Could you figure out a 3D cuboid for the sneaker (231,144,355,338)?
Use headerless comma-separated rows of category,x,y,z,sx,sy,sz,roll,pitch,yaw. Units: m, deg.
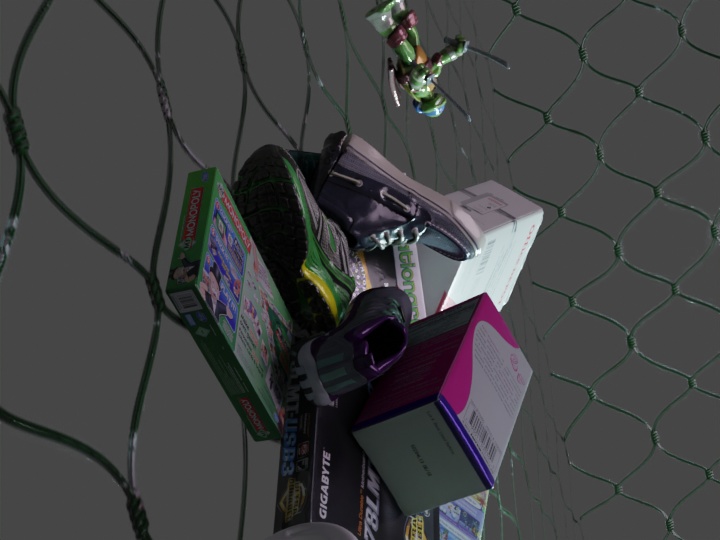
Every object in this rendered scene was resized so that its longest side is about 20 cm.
sneaker,-0.059,-0.033,1.219,0.086,0.077,0.202,-59,143,-43

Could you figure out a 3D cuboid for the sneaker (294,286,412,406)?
sneaker,0.022,0.062,1.192,0.075,0.087,0.200,65,31,-10

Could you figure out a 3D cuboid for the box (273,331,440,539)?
box,0.003,0.190,1.215,0.198,0.049,0.202,43,37,-39

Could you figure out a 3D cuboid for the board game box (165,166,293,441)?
board game box,-0.106,0.032,1.119,0.136,0.029,0.201,-87,161,-44

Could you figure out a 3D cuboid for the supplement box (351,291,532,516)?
supplement box,0.083,0.122,1.245,0.102,0.103,0.200,58,31,-15

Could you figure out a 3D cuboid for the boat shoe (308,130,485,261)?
boat shoe,0.029,-0.045,1.315,0.199,0.075,0.093,33,65,-14

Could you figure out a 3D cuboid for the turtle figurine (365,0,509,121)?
turtle figurine,0.107,-0.328,1.936,0.195,0.144,0.199,56,-21,-19

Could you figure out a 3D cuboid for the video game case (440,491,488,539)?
video game case,0.062,0.263,1.361,0.200,0.022,0.184,42,50,-39

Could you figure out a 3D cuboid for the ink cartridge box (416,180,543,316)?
ink cartridge box,0.114,-0.010,1.513,0.199,0.082,0.148,-21,137,-56

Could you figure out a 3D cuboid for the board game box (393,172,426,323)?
board game box,0.000,0.000,1.384,0.035,0.125,0.203,154,-70,-65

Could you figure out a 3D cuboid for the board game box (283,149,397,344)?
board game box,-0.025,-0.017,1.323,0.134,0.028,0.203,4,73,-35

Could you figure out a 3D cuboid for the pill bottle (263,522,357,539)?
pill bottle,-0.025,0.316,1.074,0.112,0.110,0.202,-75,151,-59
